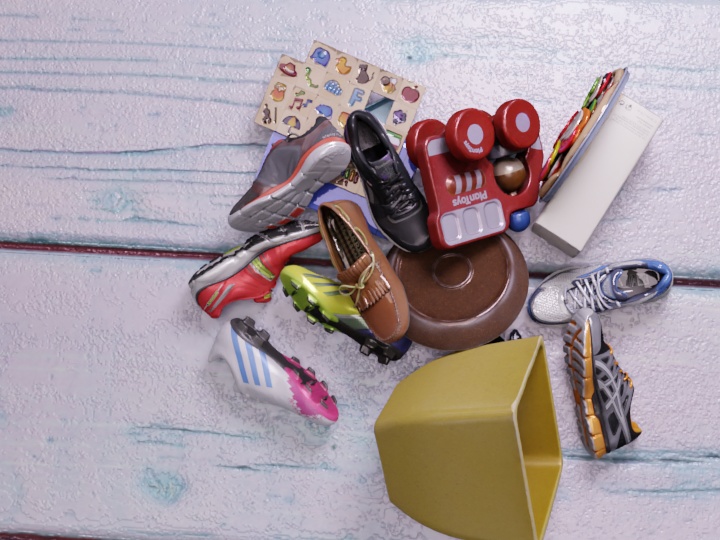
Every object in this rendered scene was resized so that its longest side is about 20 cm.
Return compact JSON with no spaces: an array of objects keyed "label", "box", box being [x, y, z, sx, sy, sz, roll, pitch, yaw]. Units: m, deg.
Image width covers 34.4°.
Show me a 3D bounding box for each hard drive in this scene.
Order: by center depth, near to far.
[{"label":"hard drive","box":[-0.030,-0.139,1.565,0.198,0.025,0.133,22,89,4]}]

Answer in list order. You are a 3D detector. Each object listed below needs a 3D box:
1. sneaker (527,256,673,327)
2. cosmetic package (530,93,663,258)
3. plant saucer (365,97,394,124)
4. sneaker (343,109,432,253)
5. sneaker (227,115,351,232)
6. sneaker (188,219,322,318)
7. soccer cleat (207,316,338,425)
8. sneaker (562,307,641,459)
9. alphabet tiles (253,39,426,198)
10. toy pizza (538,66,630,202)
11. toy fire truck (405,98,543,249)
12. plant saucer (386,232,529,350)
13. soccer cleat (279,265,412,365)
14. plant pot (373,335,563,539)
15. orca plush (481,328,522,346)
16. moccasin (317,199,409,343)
[{"label":"sneaker","box":[0.314,0.022,1.520,0.198,0.085,0.078,-17,85,3]},{"label":"cosmetic package","box":[0.307,-0.122,1.521,0.073,0.104,0.201,33,88,6]},{"label":"plant saucer","box":[-0.026,-0.167,1.588,0.198,0.019,0.071,-27,86,3]},{"label":"sneaker","box":[0.032,-0.113,1.497,0.075,0.088,0.201,-30,87,1]},{"label":"sneaker","box":[-0.098,-0.127,1.528,0.199,0.077,0.082,-35,59,19]},{"label":"sneaker","box":[-0.133,-0.001,1.569,0.198,0.077,0.086,-28,105,3]},{"label":"soccer cleat","box":[-0.118,0.150,1.557,0.200,0.070,0.087,42,106,7]},{"label":"sneaker","box":[0.315,0.142,1.511,0.076,0.078,0.202,-13,107,-5]},{"label":"alphabet tiles","box":[-0.034,-0.205,1.552,0.198,0.008,0.169,23,89,4]},{"label":"toy pizza","box":[0.275,-0.176,1.476,0.032,0.200,0.201,32,89,2]},{"label":"toy fire truck","box":[0.158,-0.125,1.505,0.198,0.112,0.170,-15,96,-33]},{"label":"plant saucer","box":[0.120,0.007,1.518,0.198,0.035,0.202,-4,62,7]},{"label":"soccer cleat","box":[-0.016,0.045,1.549,0.199,0.065,0.084,33,66,-3]},{"label":"plant pot","box":[0.130,0.214,1.451,0.198,0.196,0.196,-5,112,21]},{"label":"orca plush","box":[0.164,0.087,1.532,0.104,0.071,0.203,-8,86,3]},{"label":"moccasin","box":[0.001,-0.001,1.486,0.073,0.077,0.203,-28,75,31]}]
